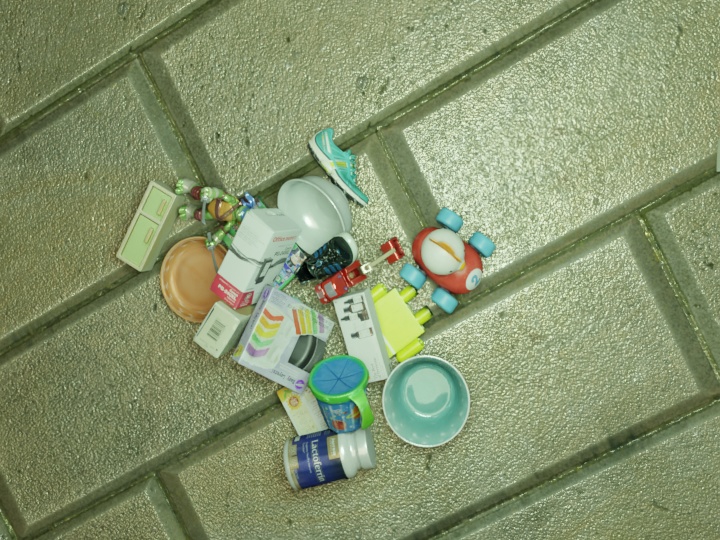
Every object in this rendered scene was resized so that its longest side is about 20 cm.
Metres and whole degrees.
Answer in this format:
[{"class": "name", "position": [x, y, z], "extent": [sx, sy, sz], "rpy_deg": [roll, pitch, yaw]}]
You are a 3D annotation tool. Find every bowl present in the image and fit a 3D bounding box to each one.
[{"class": "bowl", "position": [-0.088, -0.135, 1.617], "extent": [0.198, 0.090, 0.205], "rpy_deg": [26, 138, 26]}, {"class": "bowl", "position": [0.150, 0.285, 1.625], "extent": [0.194, 0.105, 0.208], "rpy_deg": [1, 94, 7]}]

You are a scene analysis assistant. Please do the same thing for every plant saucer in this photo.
[{"class": "plant saucer", "position": [-0.384, 0.021, 1.718], "extent": [0.194, 0.037, 0.207], "rpy_deg": [1, 94, 9]}]

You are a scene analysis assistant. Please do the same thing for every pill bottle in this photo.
[{"class": "pill bottle", "position": [-0.069, 0.420, 1.623], "extent": [0.194, 0.116, 0.119], "rpy_deg": [-15, 92, 8]}]

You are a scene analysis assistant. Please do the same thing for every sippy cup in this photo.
[{"class": "sippy cup", "position": [-0.041, 0.282, 1.586], "extent": [0.135, 0.180, 0.133], "rpy_deg": [-7, 123, 2]}]

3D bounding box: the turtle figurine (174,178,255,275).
[{"class": "turtle figurine", "position": [-0.356, -0.126, 1.624], "extent": [0.190, 0.145, 0.203], "rpy_deg": [21, 70, 31]}]

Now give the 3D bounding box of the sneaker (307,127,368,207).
[{"class": "sneaker", "position": [-0.040, -0.235, 1.635], "extent": [0.079, 0.078, 0.202], "rpy_deg": [-36, 90, -3]}]

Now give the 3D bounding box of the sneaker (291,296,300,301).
[{"class": "sneaker", "position": [-0.194, 0.159, 1.673], "extent": [0.076, 0.091, 0.204], "rpy_deg": [27, 97, 4]}]

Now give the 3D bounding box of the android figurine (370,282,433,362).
[{"class": "android figurine", "position": [0.067, 0.126, 1.660], "extent": [0.198, 0.041, 0.184], "rpy_deg": [-35, 89, 7]}]

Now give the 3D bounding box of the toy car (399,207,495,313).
[{"class": "toy car", "position": [0.191, -0.026, 1.537], "extent": [0.175, 0.200, 0.186], "rpy_deg": [36, 90, 4]}]

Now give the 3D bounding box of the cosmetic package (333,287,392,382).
[{"class": "cosmetic package", "position": [0.006, 0.150, 1.624], "extent": [0.080, 0.051, 0.206], "rpy_deg": [-14, 96, 22]}]

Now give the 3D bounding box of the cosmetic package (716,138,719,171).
[{"class": "cosmetic package", "position": [0.860, -0.244, 1.487], "extent": [0.194, 0.103, 0.076], "rpy_deg": [2, 96, 9]}]

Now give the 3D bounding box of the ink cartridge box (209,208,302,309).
[{"class": "ink cartridge box", "position": [-0.231, -0.029, 1.595], "extent": [0.083, 0.145, 0.203], "rpy_deg": [34, 107, 15]}]

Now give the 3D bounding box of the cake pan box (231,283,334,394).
[{"class": "cake pan box", "position": [-0.171, 0.160, 1.622], "extent": [0.198, 0.052, 0.188], "rpy_deg": [33, 79, -32]}]

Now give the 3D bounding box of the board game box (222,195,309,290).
[{"class": "board game box", "position": [-0.226, -0.054, 1.694], "extent": [0.134, 0.029, 0.201], "rpy_deg": [-40, 88, 10]}]

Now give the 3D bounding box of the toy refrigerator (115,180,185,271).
[{"class": "toy refrigerator", "position": [-0.502, -0.106, 1.710], "extent": [0.075, 0.070, 0.204], "rpy_deg": [29, 97, 5]}]

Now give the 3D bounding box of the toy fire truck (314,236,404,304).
[{"class": "toy fire truck", "position": [0.000, 0.000, 1.605], "extent": [0.139, 0.199, 0.050], "rpy_deg": [-27, 95, 40]}]

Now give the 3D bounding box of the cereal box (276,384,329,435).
[{"class": "cereal box", "position": [-0.093, 0.340, 1.697], "extent": [0.141, 0.040, 0.204], "rpy_deg": [-28, 91, 9]}]

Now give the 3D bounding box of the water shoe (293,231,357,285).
[{"class": "water shoe", "position": [-0.076, -0.016, 1.566], "extent": [0.072, 0.079, 0.199], "rpy_deg": [53, 143, -1]}]

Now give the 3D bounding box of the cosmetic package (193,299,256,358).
[{"class": "cosmetic package", "position": [-0.293, 0.118, 1.628], "extent": [0.070, 0.200, 0.107], "rpy_deg": [34, 99, 4]}]
